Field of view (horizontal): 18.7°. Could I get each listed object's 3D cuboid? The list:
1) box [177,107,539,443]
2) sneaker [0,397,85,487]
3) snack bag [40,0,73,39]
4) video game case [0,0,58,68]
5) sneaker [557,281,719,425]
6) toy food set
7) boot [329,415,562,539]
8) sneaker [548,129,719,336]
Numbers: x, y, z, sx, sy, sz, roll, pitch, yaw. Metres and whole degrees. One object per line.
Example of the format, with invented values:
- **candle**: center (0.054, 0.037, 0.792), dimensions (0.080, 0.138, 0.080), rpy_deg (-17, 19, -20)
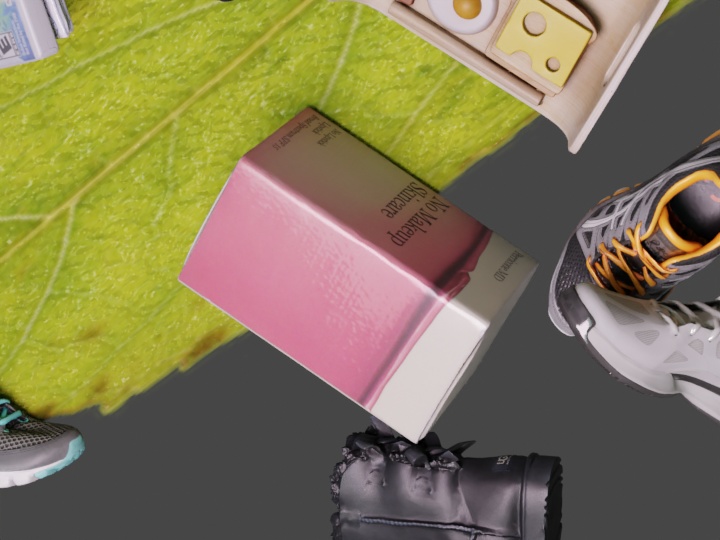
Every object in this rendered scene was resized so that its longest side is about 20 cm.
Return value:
- **box**: center (0.000, 0.000, 1.476), dimensions (0.199, 0.128, 0.109), rpy_deg (33, 118, 6)
- **sneaker**: center (-0.306, 0.111, 1.680), dimensions (0.199, 0.078, 0.092), rpy_deg (4, 108, 19)
- **snack bag**: center (-0.290, -0.249, 1.528), dimensions (0.188, 0.021, 0.201), rpy_deg (-1, 111, 42)
- **video game case**: center (-0.302, -0.231, 1.518), dimensions (0.182, 0.022, 0.201), rpy_deg (-6, 108, 45)
- **sneaker**: center (0.224, 0.027, 1.395), dimensions (0.200, 0.076, 0.115), rpy_deg (25, 117, -34)
- **toy food set**: center (0.090, -0.184, 1.406), dimensions (0.199, 0.060, 0.144), rpy_deg (33, 119, 8)
- **boot**: center (0.060, 0.206, 1.565), dimensions (0.161, 0.073, 0.200), rpy_deg (5, 105, 18)
- **sneaker**: center (0.191, -0.021, 1.420), dimensions (0.078, 0.077, 0.200), rpy_deg (45, 121, -1)
